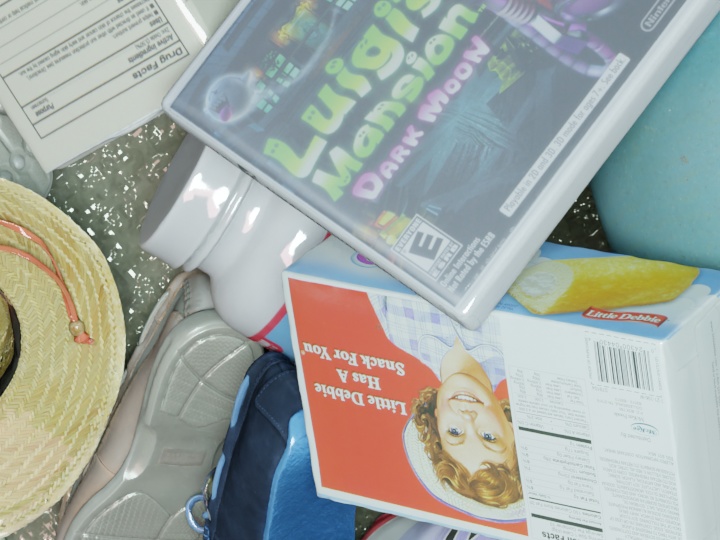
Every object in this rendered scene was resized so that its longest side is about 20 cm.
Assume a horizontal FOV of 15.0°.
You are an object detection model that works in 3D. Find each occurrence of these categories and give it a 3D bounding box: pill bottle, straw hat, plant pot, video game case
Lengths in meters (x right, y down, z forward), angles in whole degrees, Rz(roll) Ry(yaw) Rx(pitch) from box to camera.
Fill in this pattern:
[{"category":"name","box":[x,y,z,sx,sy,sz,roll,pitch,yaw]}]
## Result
[{"category":"pill bottle","box":[0.000,0.000,1.306,0.199,0.109,0.109,29,105,-12]},{"category":"straw hat","box":[-0.213,0.034,1.357,0.200,0.085,0.202,-3,109,-10]},{"category":"plant pot","box":[0.196,-0.028,1.215,0.199,0.200,0.189,-11,74,8]},{"category":"video game case","box":[0.039,-0.101,1.163,0.182,0.023,0.200,35,85,28]}]

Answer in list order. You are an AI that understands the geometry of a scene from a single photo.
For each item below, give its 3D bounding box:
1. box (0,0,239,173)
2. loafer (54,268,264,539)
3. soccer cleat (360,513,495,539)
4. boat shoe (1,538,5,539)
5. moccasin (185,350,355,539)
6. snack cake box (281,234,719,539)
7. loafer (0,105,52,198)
[{"category":"box","box":[-0.131,-0.170,1.269,0.128,0.109,0.201,-24,103,36]},{"category":"loafer","box":[-0.105,0.091,1.384,0.072,0.063,0.201,12,120,-28]},{"category":"soccer cleat","box":[0.057,0.138,1.318,0.067,0.077,0.200,41,148,-18]},{"category":"boat shoe","box":[-0.267,0.106,1.395,0.201,0.061,0.072,40,104,-6]},{"category":"moccasin","box":[-0.039,0.113,1.339,0.080,0.068,0.200,-13,145,-29]},{"category":"snack cake box","box":[0.068,0.052,1.178,0.199,0.067,0.116,10,122,36]},{"category":"loafer","box":[-0.235,-0.097,1.346,0.200,0.070,0.070,45,140,-11]}]
